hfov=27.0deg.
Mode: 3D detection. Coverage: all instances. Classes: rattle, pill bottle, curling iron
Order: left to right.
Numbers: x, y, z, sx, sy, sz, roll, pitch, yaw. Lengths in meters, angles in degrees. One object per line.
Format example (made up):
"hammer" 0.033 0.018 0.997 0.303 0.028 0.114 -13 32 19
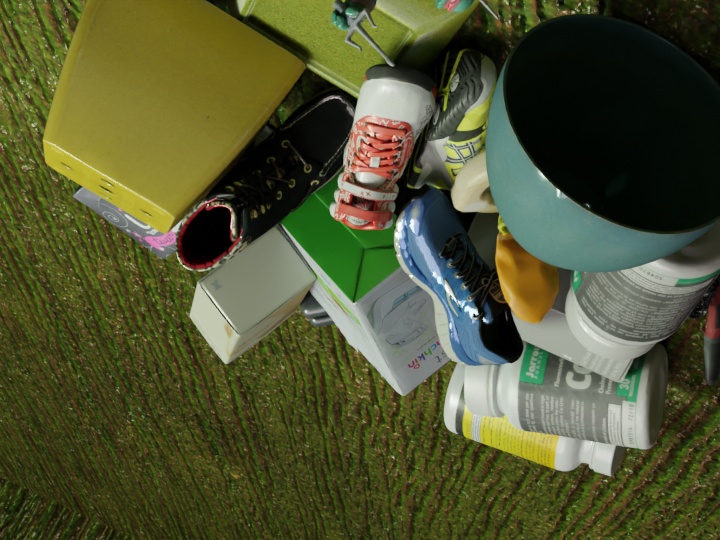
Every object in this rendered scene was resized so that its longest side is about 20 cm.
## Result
"pill bottle" 0.204 0.160 1.704 0.199 0.113 0.113 18 153 19
"rattle" 0.166 -0.061 1.287 0.129 0.144 0.200 17 152 -27
"pill bottle" 0.217 0.120 1.589 0.199 0.114 0.113 6 149 21
"pill bottle" 0.251 -0.004 1.329 0.112 0.114 0.200 25 152 5
"curling iron" 0.339 0.059 1.478 0.049 0.026 0.200 -19 146 6

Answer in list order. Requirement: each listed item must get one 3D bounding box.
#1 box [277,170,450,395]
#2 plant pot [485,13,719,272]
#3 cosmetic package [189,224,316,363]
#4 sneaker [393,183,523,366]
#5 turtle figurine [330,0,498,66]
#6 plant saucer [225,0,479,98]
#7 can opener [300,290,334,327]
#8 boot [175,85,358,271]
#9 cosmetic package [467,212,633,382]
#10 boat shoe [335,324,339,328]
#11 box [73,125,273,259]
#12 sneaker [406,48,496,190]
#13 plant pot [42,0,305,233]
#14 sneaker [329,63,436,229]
"box" 0.000 0.000 1.528 0.200 0.096 0.177 47 170 40
"plant pot" 0.177 -0.077 1.160 0.199 0.201 0.135 28 143 -2
"cosmetic package" -0.115 0.028 1.560 0.071 0.105 0.200 52 168 3
"sneaker" 0.101 0.005 1.387 0.089 0.079 0.201 7 134 48
"turtle figurine" 0.023 -0.245 1.145 0.200 0.101 0.150 44 139 1
"plant saucer" -0.022 -0.224 1.286 0.199 0.048 0.200 31 154 -6
"can opener" 0.033 0.039 1.639 0.199 0.067 0.053 -12 153 14
"boot" -0.082 -0.082 1.399 0.203 0.154 0.074 -41 94 19
"cosmetic package" 0.189 0.021 1.494 0.199 0.091 0.107 21 157 9
"boat shoe" 0.060 0.050 1.708 0.199 0.069 0.056 5 173 35
"box" -0.199 -0.109 1.595 0.132 0.115 0.200 36 154 -17
"sneaker" 0.095 -0.133 1.336 0.076 0.076 0.200 8 158 -8
"plant pot" -0.192 -0.149 1.389 0.199 0.177 0.200 31 170 -7
"sneaker" 0.018 -0.098 1.310 0.067 0.109 0.201 13 165 -5
